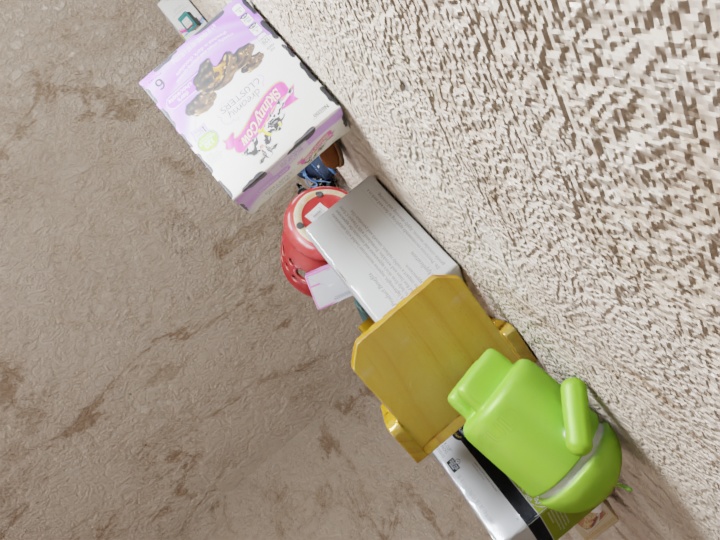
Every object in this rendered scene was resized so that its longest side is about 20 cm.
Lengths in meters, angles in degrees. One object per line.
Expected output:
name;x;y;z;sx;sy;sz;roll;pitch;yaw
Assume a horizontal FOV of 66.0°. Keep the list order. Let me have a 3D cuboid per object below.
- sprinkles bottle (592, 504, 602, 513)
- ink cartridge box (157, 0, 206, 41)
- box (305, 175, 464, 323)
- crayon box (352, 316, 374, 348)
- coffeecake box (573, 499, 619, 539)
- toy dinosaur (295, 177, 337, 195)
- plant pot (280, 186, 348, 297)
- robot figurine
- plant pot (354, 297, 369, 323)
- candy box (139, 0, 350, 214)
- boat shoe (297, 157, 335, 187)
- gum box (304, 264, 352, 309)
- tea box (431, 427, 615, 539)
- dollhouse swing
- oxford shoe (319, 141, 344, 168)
sprinkles bottle;0.296;0.358;0.928;0.068;0.199;0.069;18;-110;-61
ink cartridge box;-0.381;-0.553;1.324;0.200;0.067;0.116;51;179;2
box;0.048;0.005;0.823;0.199;0.130;0.200;50;179;28
crayon box;0.086;0.119;1.116;0.127;0.200;0.051;51;176;-25
coffeecake box;0.364;0.372;1.027;0.200;0.073;0.153;50;-172;11
toy dinosaur;-0.093;-0.188;1.320;0.199;0.103;0.136;29;-166;7
plant pot;-0.071;-0.067;1.180;0.201;0.200;0.183;50;155;20
robot figurine;0.197;0.181;0.617;0.200;0.116;0.176;40;156;13
plant pot;0.091;0.106;1.237;0.197;0.200;0.200;62;173;-32
candy box;-0.140;-0.202;0.682;0.200;0.168;0.072;50;180;12
boat shoe;-0.106;-0.219;1.189;0.084;0.069;0.200;51;179;-22
gum box;0.000;0.000;1.027;0.113;0.199;0.067;-156;44;-85
tea box;0.244;0.302;0.861;0.200;0.196;0.134;48;173;47
dollhouse swing;0.092;0.112;0.741;0.176;0.200;0.182;50;179;-1
oxford shoe;-0.085;-0.209;0.813;0.071;0.071;0.200;47;178;37
